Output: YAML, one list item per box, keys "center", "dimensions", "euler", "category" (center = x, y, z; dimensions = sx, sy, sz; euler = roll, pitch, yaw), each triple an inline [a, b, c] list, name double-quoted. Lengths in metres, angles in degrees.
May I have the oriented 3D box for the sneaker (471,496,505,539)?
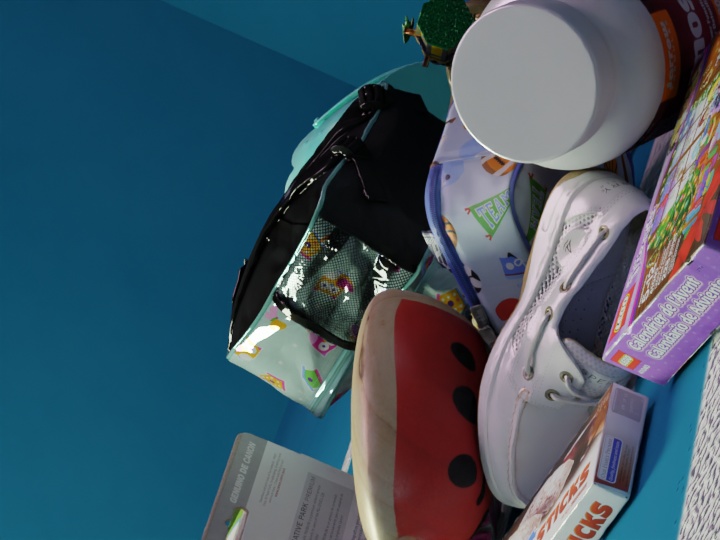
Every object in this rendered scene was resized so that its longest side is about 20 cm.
- center: [0.056, 0.160, 1.381]
  dimensions: [0.088, 0.081, 0.201]
  euler: [62, -154, -49]
  category: "sneaker"

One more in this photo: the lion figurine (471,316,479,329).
- center: [0.140, -0.046, 1.552]
  dimensions: [0.200, 0.072, 0.123]
  euler: [-53, -8, -19]
  category: "lion figurine"

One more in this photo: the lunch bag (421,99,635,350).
- center: [0.108, -0.039, 1.345]
  dimensions: [0.161, 0.075, 0.200]
  euler: [61, -146, -32]
  category: "lunch bag"

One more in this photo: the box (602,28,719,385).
- center: [0.186, -0.057, 1.103]
  dimensions: [0.137, 0.039, 0.200]
  euler: [119, 173, -60]
  category: "box"

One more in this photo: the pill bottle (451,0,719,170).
- center: [0.130, -0.119, 1.225]
  dimensions: [0.200, 0.113, 0.113]
  euler: [-27, -34, -59]
  category: "pill bottle"

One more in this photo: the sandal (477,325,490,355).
- center: [0.069, 0.079, 1.490]
  dimensions: [0.070, 0.077, 0.212]
  euler: [-109, 30, -43]
  category: "sandal"

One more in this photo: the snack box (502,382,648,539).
- center: [0.100, 0.148, 1.182]
  dimensions: [0.200, 0.024, 0.072]
  euler: [118, 173, -45]
  category: "snack box"

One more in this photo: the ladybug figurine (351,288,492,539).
- center: [0.039, 0.094, 1.289]
  dimensions: [0.200, 0.072, 0.136]
  euler: [-86, -16, -45]
  category: "ladybug figurine"

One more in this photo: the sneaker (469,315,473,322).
- center: [0.100, 0.027, 1.664]
  dimensions: [0.200, 0.074, 0.087]
  euler: [-61, -12, -51]
  category: "sneaker"

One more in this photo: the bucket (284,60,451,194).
- center: [0.053, -0.071, 1.833]
  dimensions: [0.135, 0.207, 0.208]
  euler: [-38, 28, 61]
  category: "bucket"

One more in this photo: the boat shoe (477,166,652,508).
- center: [0.119, 0.046, 1.210]
  dimensions: [0.069, 0.071, 0.201]
  euler: [34, 116, 56]
  category: "boat shoe"

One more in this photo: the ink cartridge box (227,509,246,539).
- center: [-0.032, 0.219, 1.608]
  dimensions: [0.076, 0.147, 0.200]
  euler: [-61, 7, 36]
  category: "ink cartridge box"

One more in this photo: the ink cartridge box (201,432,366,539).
- center: [-0.032, 0.220, 1.428]
  dimensions: [0.200, 0.175, 0.084]
  euler: [-72, 7, -58]
  category: "ink cartridge box"

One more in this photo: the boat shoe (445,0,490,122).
- center: [0.096, -0.106, 1.603]
  dimensions: [0.068, 0.072, 0.201]
  euler: [-42, -41, -61]
  category: "boat shoe"

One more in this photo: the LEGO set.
- center: [0.131, -0.176, 1.493]
  dimensions: [0.116, 0.199, 0.154]
  euler: [89, -169, -81]
  category: "LEGO set"

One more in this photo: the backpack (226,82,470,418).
- center: [0.000, 0.000, 1.474]
  dimensions: [0.200, 0.153, 0.176]
  euler: [-48, 12, 35]
  category: "backpack"
